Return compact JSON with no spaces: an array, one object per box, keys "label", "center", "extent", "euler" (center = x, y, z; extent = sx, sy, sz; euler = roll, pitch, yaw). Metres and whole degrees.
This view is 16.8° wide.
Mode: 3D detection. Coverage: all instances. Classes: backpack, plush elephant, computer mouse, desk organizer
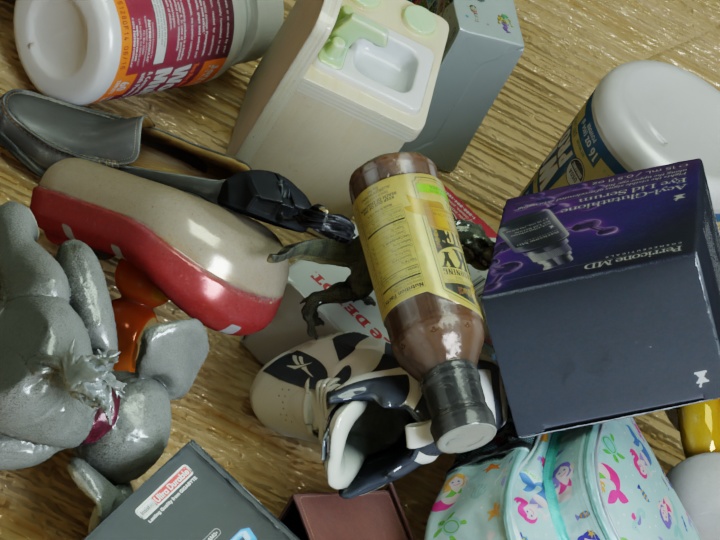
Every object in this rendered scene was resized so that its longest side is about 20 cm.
[{"label":"backpack","center":[0.132,0.189,1.611],"extent":[0.178,0.150,0.200],"euler":[59,32,-11]},{"label":"plush elephant","center":[-0.185,0.077,1.553],"extent":[0.200,0.155,0.165],"euler":[23,73,39]},{"label":"computer mouse","center":[-0.045,-0.045,1.606],"extent":[0.058,0.034,0.200],"euler":[22,-2,-23]},{"label":"desk organizer","center":[0.007,0.240,1.568],"extent":[0.077,0.072,0.200],"euler":[1,50,-31]}]

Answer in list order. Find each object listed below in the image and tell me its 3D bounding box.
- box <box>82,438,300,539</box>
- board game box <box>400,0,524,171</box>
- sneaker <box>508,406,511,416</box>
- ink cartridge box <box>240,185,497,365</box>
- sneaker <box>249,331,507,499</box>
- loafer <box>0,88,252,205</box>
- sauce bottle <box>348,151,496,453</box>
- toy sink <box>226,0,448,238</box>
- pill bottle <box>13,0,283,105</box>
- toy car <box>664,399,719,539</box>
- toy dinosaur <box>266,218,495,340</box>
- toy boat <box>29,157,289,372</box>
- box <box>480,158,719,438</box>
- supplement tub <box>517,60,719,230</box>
[{"label":"box","center":[-0.115,0.223,1.476],"extent":[0.159,0.046,0.200],"euler":[42,59,10]},{"label":"board game box","center":[0.063,-0.206,1.992],"extent":[0.064,0.148,0.201],"euler":[11,44,-21]},{"label":"sneaker","center":[0.188,0.063,1.774],"extent":[0.078,0.079,0.200],"euler":[44,83,-9]},{"label":"ink cartridge box","center":[0.032,0.036,1.776],"extent":[0.146,0.083,0.200],"euler":[44,42,12]},{"label":"sneaker","center":[-0.015,0.097,1.615],"extent":[0.198,0.080,0.129],"euler":[7,17,32]},{"label":"loafer","center":[-0.171,-0.089,1.774],"extent":[0.199,0.072,0.073],"euler":[22,42,-13]},{"label":"sauce bottle","center":[0.043,0.021,1.566],"extent":[0.064,0.065,0.201],"euler":[3,58,-32]},{"label":"toy sink","center":[-0.010,-0.141,1.827],"extent":[0.112,0.200,0.131],"euler":[24,45,-11]},{"label":"pill bottle","center":[-0.157,-0.191,1.853],"extent":[0.200,0.110,0.110],"euler":[-16,60,-47]},{"label":"toy car","center":[0.299,0.155,1.752],"extent":[0.149,0.201,0.175],"euler":[-9,36,15]},{"label":"toy dinosaur","center":[0.000,0.000,1.659],"extent":[0.199,0.088,0.048],"euler":[-7,57,-37]},{"label":"toy boat","center":[-0.146,0.008,1.662],"extent":[0.200,0.131,0.130],"euler":[19,-1,43]},{"label":"box","center":[0.170,0.016,1.641],"extent":[0.200,0.147,0.105],"euler":[-70,146,-68]},{"label":"supplement tub","center":[0.203,-0.047,1.886],"extent":[0.144,0.200,0.145],"euler":[19,41,-18]}]
